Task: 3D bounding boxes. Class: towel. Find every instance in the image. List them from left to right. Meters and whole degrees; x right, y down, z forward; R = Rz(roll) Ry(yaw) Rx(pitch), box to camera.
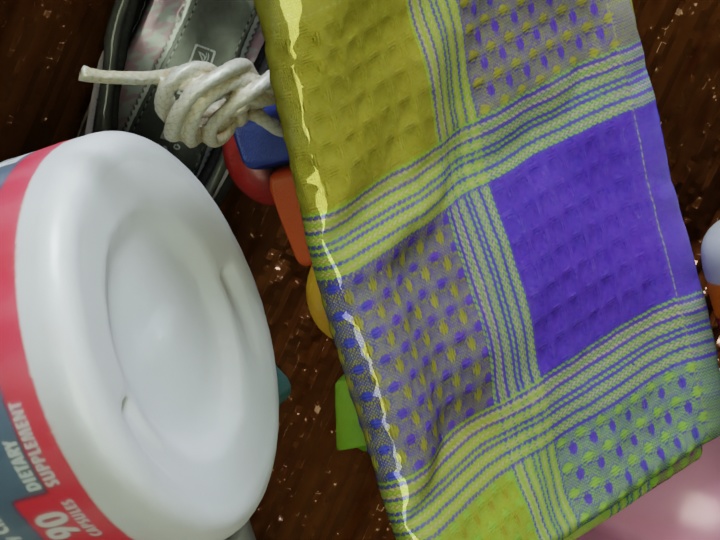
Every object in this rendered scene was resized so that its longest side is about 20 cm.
[{"bbox_3d":[0.042,-0.015,0.826,0.143,0.023,0.201,-27,111,-42],"label":"towel"}]

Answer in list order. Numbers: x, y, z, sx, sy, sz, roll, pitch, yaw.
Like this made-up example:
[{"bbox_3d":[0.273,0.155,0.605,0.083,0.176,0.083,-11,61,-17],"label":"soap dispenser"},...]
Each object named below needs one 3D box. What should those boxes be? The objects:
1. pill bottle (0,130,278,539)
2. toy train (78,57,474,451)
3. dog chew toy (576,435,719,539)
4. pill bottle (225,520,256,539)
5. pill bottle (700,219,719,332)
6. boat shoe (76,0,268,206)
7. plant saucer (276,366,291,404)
[{"bbox_3d":[-0.135,0.043,0.860,0.199,0.120,0.120,-17,109,25],"label":"pill bottle"},{"bbox_3d":[0.000,0.000,0.852,0.199,0.084,0.117,-4,85,-45],"label":"toy train"},{"bbox_3d":[0.084,0.128,0.943,0.124,0.125,0.201,17,95,-12],"label":"dog chew toy"},{"bbox_3d":[-0.053,0.174,0.931,0.113,0.114,0.201,-17,111,-2],"label":"pill bottle"},{"bbox_3d":[0.179,0.068,0.875,0.112,0.113,0.201,-18,96,-2],"label":"pill bottle"},{"bbox_3d":[-0.037,-0.096,0.890,0.066,0.057,0.201,17,103,-12],"label":"boat shoe"},{"bbox_3d":[-0.116,0.081,0.952,0.200,0.019,0.070,-41,107,4],"label":"plant saucer"}]
